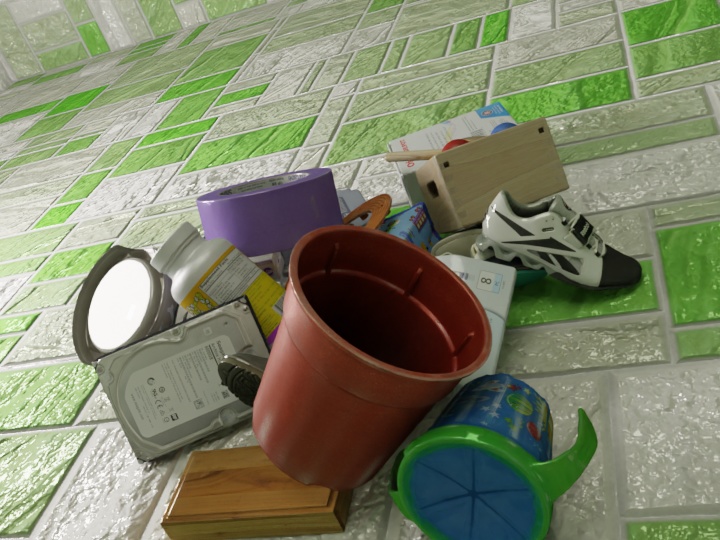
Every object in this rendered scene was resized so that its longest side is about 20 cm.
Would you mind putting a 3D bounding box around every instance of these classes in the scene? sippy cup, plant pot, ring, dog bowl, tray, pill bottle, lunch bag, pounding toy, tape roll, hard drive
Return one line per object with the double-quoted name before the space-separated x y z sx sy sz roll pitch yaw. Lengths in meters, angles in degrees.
"sippy cup" 0.117 0.167 0.708 0.177 0.140 0.130 14 32 18
"plant pot" -0.007 0.095 0.750 0.200 0.196 0.201 19 34 -13
"ring" -0.029 -0.032 1.080 0.200 0.019 0.201 -39 17 14
"dog bowl" -0.336 0.056 1.138 0.199 0.059 0.201 -15 64 32
"tray" -0.105 0.232 0.826 0.199 0.037 0.099 -11 33 20
"pill bottle" -0.171 0.029 1.006 0.104 0.200 0.104 -49 4 5
"lunch bag" 0.000 0.000 1.080 0.199 0.094 0.151 -9 35 38
"pounding toy" 0.153 -0.140 1.087 0.183 0.143 0.200 -20 2 -5
"tape roll" -0.129 -0.084 1.113 0.199 0.085 0.200 -12 13 3
"hard drive" -0.203 0.131 0.940 0.199 0.140 0.038 -22 7 -3

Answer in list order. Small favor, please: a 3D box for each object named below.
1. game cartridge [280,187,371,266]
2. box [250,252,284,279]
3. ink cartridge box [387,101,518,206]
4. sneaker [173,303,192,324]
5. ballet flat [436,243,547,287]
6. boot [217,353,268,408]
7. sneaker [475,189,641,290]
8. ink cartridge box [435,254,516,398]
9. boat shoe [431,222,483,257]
"game cartridge" -0.079 -0.067 1.235 0.199 0.041 0.133 -17 33 -8
"box" -0.214 0.007 1.172 0.199 0.039 0.042 -13 36 14
"ink cartridge box" 0.155 -0.180 1.247 0.199 0.085 0.145 -18 31 4
"sneaker" -0.203 0.090 1.076 0.115 0.076 0.201 5 54 22
"ballet flat" 0.134 0.003 0.967 0.199 0.073 0.073 -18 31 -6
"boot" -0.051 0.089 0.927 0.181 0.073 0.200 28 51 -3
"sneaker" 0.243 -0.040 0.920 0.199 0.089 0.074 17 31 6
"ink cartridge box" 0.064 0.050 0.880 0.199 0.047 0.161 14 60 9
"boat shoe" 0.193 -0.039 1.024 0.199 0.072 0.060 -11 26 13
